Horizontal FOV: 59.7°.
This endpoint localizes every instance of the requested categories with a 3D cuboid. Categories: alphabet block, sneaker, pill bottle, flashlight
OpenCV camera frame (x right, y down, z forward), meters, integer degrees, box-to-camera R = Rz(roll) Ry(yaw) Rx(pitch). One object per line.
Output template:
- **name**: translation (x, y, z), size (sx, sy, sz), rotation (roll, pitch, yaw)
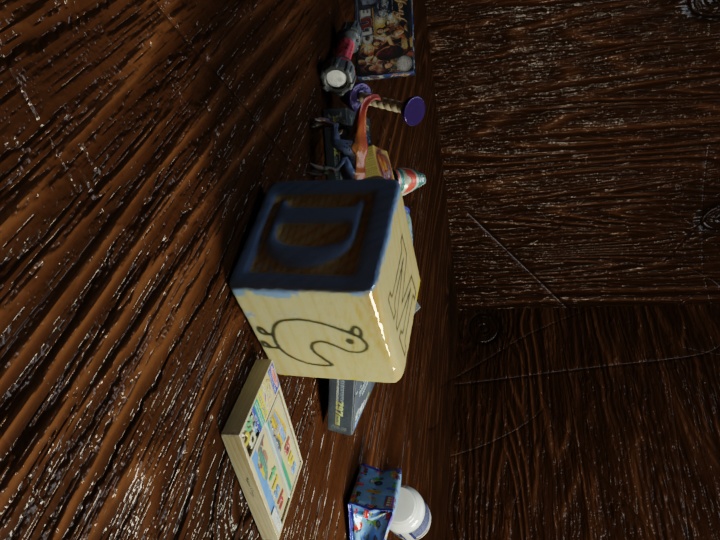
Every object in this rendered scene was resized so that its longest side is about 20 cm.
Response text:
- **alphabet block**: translation (-0.035, 0.014, 0.852), size (0.200, 0.195, 0.197), rotation (72, 27, -46)
- **sneaker**: translation (0.070, -0.186, 1.382), size (0.200, 0.093, 0.071), rotation (178, -94, -66)
- **pill bottle**: translation (0.109, 0.597, 1.552), size (0.200, 0.110, 0.111), rotation (67, 25, -57)
- **flashlight**: translation (-0.031, -0.421, 1.221), size (0.068, 0.067, 0.200), rotation (70, 24, -45)

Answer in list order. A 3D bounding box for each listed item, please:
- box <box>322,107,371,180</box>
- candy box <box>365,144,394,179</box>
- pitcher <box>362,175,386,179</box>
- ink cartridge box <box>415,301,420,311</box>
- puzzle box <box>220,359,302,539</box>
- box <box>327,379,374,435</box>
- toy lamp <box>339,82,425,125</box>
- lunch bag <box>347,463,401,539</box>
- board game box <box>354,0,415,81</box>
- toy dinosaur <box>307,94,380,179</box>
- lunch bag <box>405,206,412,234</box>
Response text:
- **box**: translation (-0.021, -0.236, 1.265), size (0.200, 0.051, 0.158), rotation (-29, 117, -74)
- **candy box**: translation (0.040, -0.131, 1.197), size (0.117, 0.056, 0.201), rotation (-17, 93, -73)
- **pitcher**: translation (-0.021, -0.057, 1.001), size (0.200, 0.171, 0.122), rotation (74, 18, -60)
- **ink cartridge box**: translation (0.011, 0.033, 1.111), size (0.174, 0.043, 0.200), rotation (57, 30, 1)
- **puzzle box**: translation (-0.122, 0.235, 0.823), size (0.133, 0.025, 0.201), rotation (-74, 157, -55)
- **box**: translation (-0.005, 0.172, 1.144), size (0.200, 0.051, 0.158), rotation (-59, 155, -58)
- **toy lamp**: translation (0.034, -0.312, 1.166), size (0.058, 0.200, 0.058), rotation (-21, 126, -33)
- **lunch bag**: translation (0.026, 0.532, 1.295), size (0.151, 0.094, 0.201), rotation (-52, 148, -73)
- **board game box**: translation (0.057, -0.550, 1.460), size (0.035, 0.135, 0.201), rotation (3, 84, -76)
- **toy dinosaur**: translation (-0.019, -0.186, 1.082), size (0.105, 0.200, 0.182), rotation (10, 45, -61)
- **lunch bag**: translation (0.053, -0.061, 1.390), size (0.200, 0.127, 0.171), rotation (33, 56, -85)
